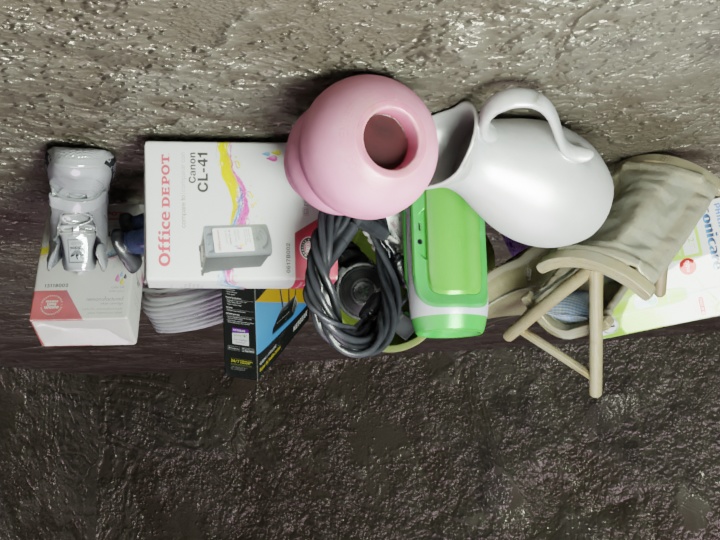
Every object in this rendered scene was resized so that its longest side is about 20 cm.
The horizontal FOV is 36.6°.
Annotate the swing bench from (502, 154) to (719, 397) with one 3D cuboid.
[{"bbox_3d":[0.278,-0.009,1.201,0.129,0.199,0.201,32,143,17],"label":"swing bench"}]

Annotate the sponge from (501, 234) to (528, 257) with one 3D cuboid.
[{"bbox_3d":[0.292,-0.020,1.520,0.198,0.112,0.030,5,139,-33],"label":"sponge"}]

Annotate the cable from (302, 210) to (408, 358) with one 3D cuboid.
[{"bbox_3d":[0.000,-0.001,1.099,0.050,0.165,0.200,-3,-164,26],"label":"cable"}]

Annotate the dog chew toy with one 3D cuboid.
[{"bbox_3d":[-0.012,-0.106,0.992,0.123,0.126,0.200,3,177,-22],"label":"dog chew toy"}]

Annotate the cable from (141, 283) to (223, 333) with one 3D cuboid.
[{"bbox_3d":[-0.222,0.026,1.587,0.199,0.070,0.200,-25,-159,-22],"label":"cable"}]

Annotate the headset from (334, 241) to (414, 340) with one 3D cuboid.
[{"bbox_3d":[0.000,0.000,1.267,0.200,0.094,0.123,40,-178,-30],"label":"headset"}]

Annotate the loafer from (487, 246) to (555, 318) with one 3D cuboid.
[{"bbox_3d":[0.179,0.026,1.305,0.199,0.069,0.076,-31,174,-32],"label":"loafer"}]

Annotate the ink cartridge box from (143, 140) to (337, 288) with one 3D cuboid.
[{"bbox_3d":[-0.126,-0.056,1.135,0.198,0.149,0.086,-1,175,-12],"label":"ink cartridge box"}]

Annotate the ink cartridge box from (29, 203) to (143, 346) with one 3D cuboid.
[{"bbox_3d":[-0.323,-0.013,1.312,0.115,0.202,0.068,-1,148,-1],"label":"ink cartridge box"}]

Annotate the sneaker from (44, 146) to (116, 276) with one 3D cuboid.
[{"bbox_3d":[-0.305,-0.061,1.185,0.074,0.116,0.200,1,170,-13],"label":"sneaker"}]

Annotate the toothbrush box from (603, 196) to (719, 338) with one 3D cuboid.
[{"bbox_3d":[0.385,-0.004,1.410,0.198,0.147,0.086,-12,-179,14],"label":"toothbrush box"}]

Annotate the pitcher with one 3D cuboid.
[{"bbox_3d":[0.164,-0.103,1.048,0.199,0.122,0.171,18,153,-29],"label":"pitcher"}]

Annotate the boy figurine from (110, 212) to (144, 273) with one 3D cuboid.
[{"bbox_3d":[-0.182,-0.067,1.234,0.198,0.065,0.125,-19,-152,13],"label":"boy figurine"}]

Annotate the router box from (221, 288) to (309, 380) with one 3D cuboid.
[{"bbox_3d":[-0.119,0.030,1.398,0.051,0.151,0.200,6,-158,15],"label":"router box"}]

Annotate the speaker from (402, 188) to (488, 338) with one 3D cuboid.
[{"bbox_3d":[0.090,-0.033,1.153,0.087,0.202,0.088,-1,170,0],"label":"speaker"}]

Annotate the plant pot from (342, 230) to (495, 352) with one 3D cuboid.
[{"bbox_3d":[0.082,-0.007,1.425,0.199,0.202,0.189,-9,180,37],"label":"plant pot"}]

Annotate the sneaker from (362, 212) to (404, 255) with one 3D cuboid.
[{"bbox_3d":[0.035,-0.052,1.220,0.200,0.081,0.076,39,150,-26],"label":"sneaker"}]
